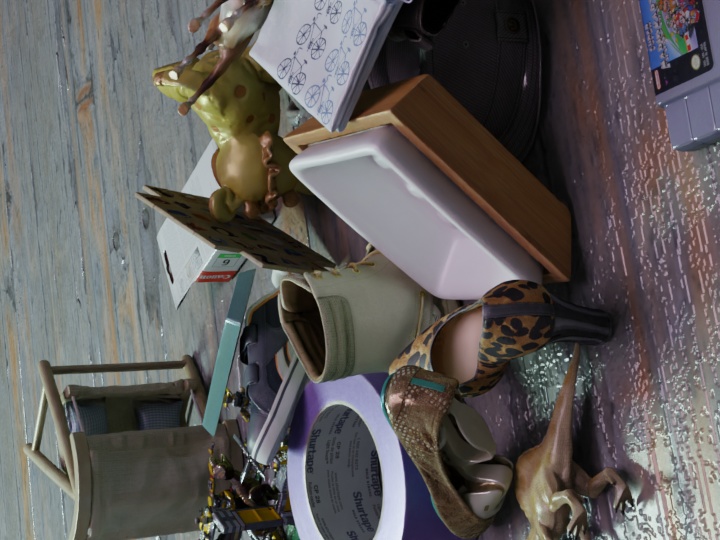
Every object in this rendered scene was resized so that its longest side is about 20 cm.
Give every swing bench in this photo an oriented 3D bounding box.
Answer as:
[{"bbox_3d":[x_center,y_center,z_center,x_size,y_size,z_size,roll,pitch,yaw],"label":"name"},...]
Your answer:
[{"bbox_3d":[-0.259,0.205,1.444,0.200,0.197,0.131,44,126,47],"label":"swing bench"}]

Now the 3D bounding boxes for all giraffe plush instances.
[{"bbox_3d":[-0.110,-0.140,1.248,0.200,0.171,0.164,-97,-8,-76],"label":"giraffe plush"}]

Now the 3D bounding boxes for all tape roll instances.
[{"bbox_3d":[0.018,0.183,1.115,0.199,0.084,0.202,4,95,57],"label":"tape roll"}]

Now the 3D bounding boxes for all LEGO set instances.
[{"bbox_3d":[-0.130,0.220,1.315,0.154,0.115,0.201,50,130,45],"label":"LEGO set"}]

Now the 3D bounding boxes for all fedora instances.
[{"bbox_3d":[0.065,-0.171,1.028,0.176,0.090,0.202,0,90,58],"label":"fedora"}]

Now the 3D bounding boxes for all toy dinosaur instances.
[{"bbox_3d":[0.148,0.159,0.934,0.101,0.058,0.202,30,116,55],"label":"toy dinosaur"}]

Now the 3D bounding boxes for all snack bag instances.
[{"bbox_3d":[-0.011,-0.223,0.937,0.201,0.021,0.189,-63,33,16],"label":"snack bag"}]

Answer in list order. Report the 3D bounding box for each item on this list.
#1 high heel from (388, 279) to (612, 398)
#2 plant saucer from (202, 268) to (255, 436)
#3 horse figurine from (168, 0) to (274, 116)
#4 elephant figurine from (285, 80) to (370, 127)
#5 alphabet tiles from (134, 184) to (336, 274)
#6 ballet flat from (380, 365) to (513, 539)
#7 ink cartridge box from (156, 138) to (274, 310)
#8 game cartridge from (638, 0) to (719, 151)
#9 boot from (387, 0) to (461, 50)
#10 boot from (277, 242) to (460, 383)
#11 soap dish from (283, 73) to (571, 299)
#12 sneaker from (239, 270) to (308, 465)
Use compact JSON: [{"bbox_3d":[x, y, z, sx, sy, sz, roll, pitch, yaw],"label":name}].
[{"bbox_3d":[0.069,0.050,0.928,0.199,0.142,0.072,-18,72,36],"label":"high heel"},{"bbox_3d":[-0.132,0.083,1.238,0.201,0.019,0.070,108,175,-49],"label":"plant saucer"},{"bbox_3d":[-0.106,-0.218,1.052,0.050,0.133,0.200,36,146,-2],"label":"horse figurine"},{"bbox_3d":[-0.027,-0.183,1.119,0.141,0.154,0.202,-11,76,48],"label":"elephant figurine"},{"bbox_3d":[-0.122,-0.039,1.234,0.199,0.166,0.006,32,105,39],"label":"alphabet tiles"},{"bbox_3d":[0.080,0.149,0.967,0.065,0.200,0.071,1,52,33],"label":"ballet flat"},{"bbox_3d":[-0.171,-0.050,1.440,0.200,0.050,0.110,-50,50,47],"label":"ink cartridge box"},{"bbox_3d":[0.235,-0.191,0.815,0.129,0.038,0.202,-20,73,52],"label":"game cartridge"},{"bbox_3d":[0.036,-0.251,0.962,0.174,0.069,0.202,-2,72,56],"label":"boot"},{"bbox_3d":[0.000,0.000,1.073,0.072,0.153,0.202,-41,57,50],"label":"boot"},{"bbox_3d":[0.056,-0.062,0.967,0.157,0.200,0.082,-4,50,59],"label":"soap dish"},{"bbox_3d":[-0.083,0.085,1.194,0.079,0.079,0.201,107,-177,-59],"label":"sneaker"}]
